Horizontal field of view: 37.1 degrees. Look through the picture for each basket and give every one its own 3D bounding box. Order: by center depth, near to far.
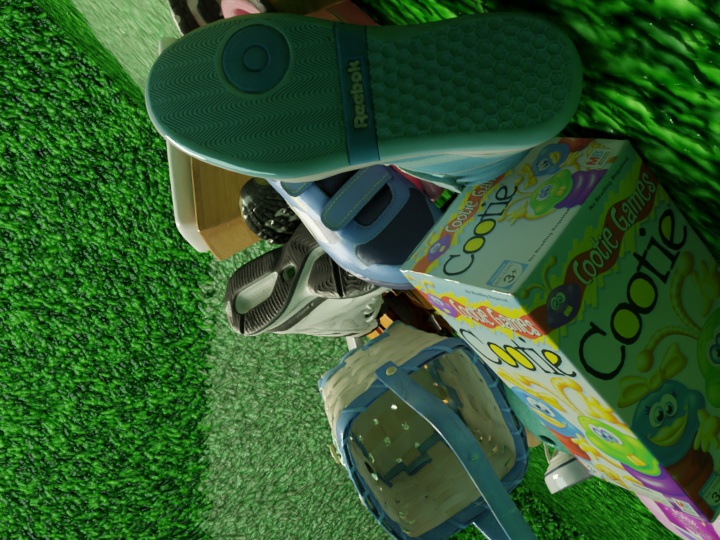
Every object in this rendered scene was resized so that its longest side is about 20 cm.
[{"bbox_3d":[0.062,0.140,0.814,0.176,0.139,0.200,60,165,-26],"label":"basket"}]

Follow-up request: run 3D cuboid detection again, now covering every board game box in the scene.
[{"bbox_3d":[0.137,0.031,0.595,0.200,0.105,0.103,45,165,-27],"label":"board game box"}]

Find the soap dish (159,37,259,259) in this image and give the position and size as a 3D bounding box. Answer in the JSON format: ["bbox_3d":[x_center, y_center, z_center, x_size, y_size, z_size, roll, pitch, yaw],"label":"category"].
[{"bbox_3d":[-0.136,-0.122,1.037,0.157,0.081,0.200,89,175,-81],"label":"soap dish"}]

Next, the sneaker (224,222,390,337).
[{"bbox_3d":[0.000,0.000,0.825,0.115,0.200,0.076,8,-115,-48],"label":"sneaker"}]

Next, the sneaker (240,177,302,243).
[{"bbox_3d":[-0.042,-0.080,0.866,0.089,0.077,0.200,57,-151,11],"label":"sneaker"}]

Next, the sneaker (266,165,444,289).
[{"bbox_3d":[-0.021,-0.062,0.709,0.200,0.074,0.082,40,172,22],"label":"sneaker"}]

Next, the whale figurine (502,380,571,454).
[{"bbox_3d":[0.165,0.103,0.817,0.159,0.104,0.200,28,155,18],"label":"whale figurine"}]

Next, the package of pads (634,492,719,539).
[{"bbox_3d":[0.293,0.185,0.864,0.121,0.076,0.200,45,174,-18],"label":"package of pads"}]

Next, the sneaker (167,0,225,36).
[{"bbox_3d":[-0.108,-0.201,0.827,0.089,0.077,0.200,49,176,32],"label":"sneaker"}]

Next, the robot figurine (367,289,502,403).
[{"bbox_3d":[0.052,0.053,0.948,0.200,0.058,0.145,46,164,-4],"label":"robot figurine"}]

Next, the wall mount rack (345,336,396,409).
[{"bbox_3d":[0.028,0.072,1.097,0.174,0.075,0.200,-118,13,-64],"label":"wall mount rack"}]

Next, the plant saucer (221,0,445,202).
[{"bbox_3d":[-0.008,-0.129,0.739,0.201,0.051,0.201,43,175,5],"label":"plant saucer"}]

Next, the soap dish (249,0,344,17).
[{"bbox_3d":[-0.068,-0.203,0.446,0.157,0.081,0.200,41,173,16],"label":"soap dish"}]

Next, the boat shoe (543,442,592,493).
[{"bbox_3d":[0.209,0.146,1.012,0.202,0.075,0.086,-10,-110,-61],"label":"boat shoe"}]

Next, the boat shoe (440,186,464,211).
[{"bbox_3d":[0.109,-0.008,0.742,0.075,0.062,0.200,30,-173,-28],"label":"boat shoe"}]

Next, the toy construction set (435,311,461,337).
[{"bbox_3d":[0.099,0.050,1.188,0.200,0.092,0.131,29,170,22],"label":"toy construction set"}]

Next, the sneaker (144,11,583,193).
[{"bbox_3d":[0.003,-0.075,0.535,0.200,0.080,0.131,2,176,5],"label":"sneaker"}]

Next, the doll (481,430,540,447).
[{"bbox_3d":[0.187,0.150,1.200,0.200,0.136,0.048,-31,-68,-73],"label":"doll"}]
